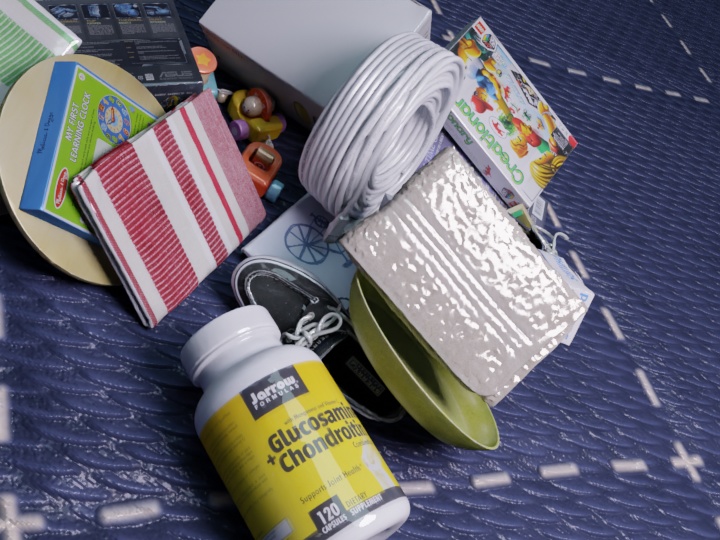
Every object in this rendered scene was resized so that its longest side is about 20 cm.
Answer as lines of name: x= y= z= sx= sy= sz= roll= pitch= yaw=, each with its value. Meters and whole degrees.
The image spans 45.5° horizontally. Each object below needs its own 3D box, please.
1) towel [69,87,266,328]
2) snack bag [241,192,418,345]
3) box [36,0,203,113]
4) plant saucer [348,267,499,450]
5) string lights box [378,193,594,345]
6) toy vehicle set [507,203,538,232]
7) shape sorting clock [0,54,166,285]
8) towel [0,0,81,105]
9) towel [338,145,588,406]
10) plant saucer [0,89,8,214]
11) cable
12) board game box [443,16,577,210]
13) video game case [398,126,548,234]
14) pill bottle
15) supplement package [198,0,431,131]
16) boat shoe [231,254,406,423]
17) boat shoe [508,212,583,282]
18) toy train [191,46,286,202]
towel: x=-0.165 y=-0.062 z=0.775 sx=0.200 sy=0.023 sz=0.145 roll=-53 pitch=127 yaw=-49
snack bag: x=0.000 y=0.000 z=0.887 sx=0.200 sy=0.021 sz=0.189 roll=41 pitch=42 yaw=1
box: x=-0.271 y=-0.215 z=0.845 sx=0.199 sy=0.051 sz=0.158 roll=-10 pitch=58 yaw=-24
plant saucer: x=0.050 y=0.082 z=0.765 sx=0.200 sy=0.031 sz=0.200 roll=49 pitch=13 yaw=-15
string lights box: x=0.110 y=-0.004 z=0.818 sx=0.199 sy=0.059 sz=0.103 roll=20 pitch=17 yaw=-10
toy vehicle set: x=0.145 y=0.010 z=0.941 sx=0.199 sy=0.026 sz=0.125 roll=-25 pitch=85 yaw=-43
shape sorting clock: x=-0.225 y=-0.086 z=0.740 sx=0.200 sy=0.039 sz=0.201 roll=21 pitch=65 yaw=-55
towel: x=-0.350 y=-0.173 z=0.702 sx=0.152 sy=0.023 sz=0.200 roll=40 pitch=62 yaw=-2
towel: x=0.092 y=0.007 z=0.742 sx=0.132 sy=0.034 sz=0.200 roll=-42 pitch=98 yaw=-7
plant saucer: x=-0.334 y=-0.141 z=0.726 sx=0.199 sy=0.032 sz=0.202 roll=6 pitch=69 yaw=-17
cable: x=0.023 y=-0.141 z=0.860 sx=0.069 sy=0.200 sz=0.200 roll=37 pitch=45 yaw=13
board game box: x=0.163 y=-0.185 z=1.022 sx=0.200 sy=0.035 sz=0.126 roll=48 pitch=61 yaw=-14
video game case: x=0.139 y=-0.084 z=1.015 sx=0.200 sy=0.019 sz=0.143 roll=35 pitch=51 yaw=-19
pill bottle: x=-0.058 y=0.130 z=0.658 sx=0.112 sy=0.112 sz=0.200 roll=-15 pitch=62 yaw=-42
supplement package: x=-0.046 y=-0.254 z=0.949 sx=0.200 sy=0.111 sz=0.156 roll=35 pitch=80 yaw=10
boat shoe: x=-0.037 y=0.062 z=0.755 sx=0.199 sy=0.074 sz=0.068 roll=47 pitch=2 yaw=1
boat shoe: x=0.174 y=-0.017 z=0.916 sx=0.199 sy=0.062 sz=0.075 roll=33 pitch=51 yaw=-21
toy train: x=-0.148 y=-0.165 z=0.910 sx=0.199 sy=0.056 sz=0.150 roll=35 pitch=41 yaw=-3
